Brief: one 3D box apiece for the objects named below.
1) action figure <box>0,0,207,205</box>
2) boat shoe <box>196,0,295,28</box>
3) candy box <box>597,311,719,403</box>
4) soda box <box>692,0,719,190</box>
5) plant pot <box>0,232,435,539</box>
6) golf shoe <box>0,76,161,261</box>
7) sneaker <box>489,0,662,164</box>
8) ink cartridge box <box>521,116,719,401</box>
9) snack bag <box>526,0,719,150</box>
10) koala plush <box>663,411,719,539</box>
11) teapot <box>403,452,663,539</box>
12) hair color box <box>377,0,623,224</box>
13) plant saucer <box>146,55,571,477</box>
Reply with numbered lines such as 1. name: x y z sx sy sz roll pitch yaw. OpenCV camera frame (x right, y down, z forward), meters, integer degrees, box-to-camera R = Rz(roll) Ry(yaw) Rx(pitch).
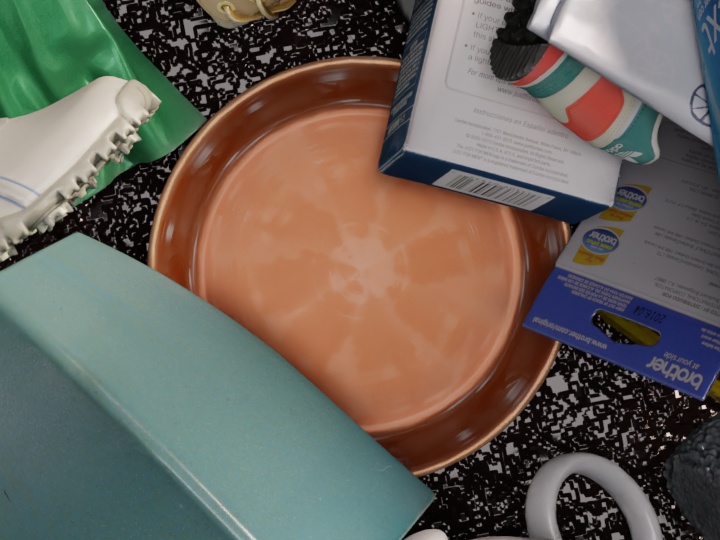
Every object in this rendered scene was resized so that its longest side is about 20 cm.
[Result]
1. action figure: -0.165 -0.124 0.882 0.118 0.055 0.200 -34 113 -20
2. boat shoe: -0.054 -0.144 0.892 0.200 0.074 0.069 18 106 25
3. candy box: 0.193 0.021 0.872 0.102 0.200 0.026 -48 129 -3
4. soda box: 0.180 -0.059 0.774 0.068 0.064 0.200 -11 95 -15
5. plant pot: -0.100 0.091 0.863 0.200 0.141 0.141 47 115 3
6. golf shoe: -0.184 -0.040 0.840 0.200 0.078 0.097 -32 99 10
7. sneaker: 0.144 -0.135 0.854 0.093 0.070 0.200 40 76 -18
8. ink cartridge box: 0.169 -0.035 0.886 0.200 0.119 0.042 -56 131 -11
9. snack bag: 0.190 -0.135 0.819 0.188 0.021 0.200 30 82 -14
10. koala plush: 0.278 0.131 0.892 0.200 0.184 0.178 -21 104 -22
11. teapot: 0.055 0.179 0.863 0.197 0.200 0.146 -22 97 3
12. hair color box: 0.081 -0.131 0.899 0.100 0.061 0.200 15 81 -10
13. plant saucer: 0.000 0.000 0.933 0.200 0.032 0.201 0 92 -3
